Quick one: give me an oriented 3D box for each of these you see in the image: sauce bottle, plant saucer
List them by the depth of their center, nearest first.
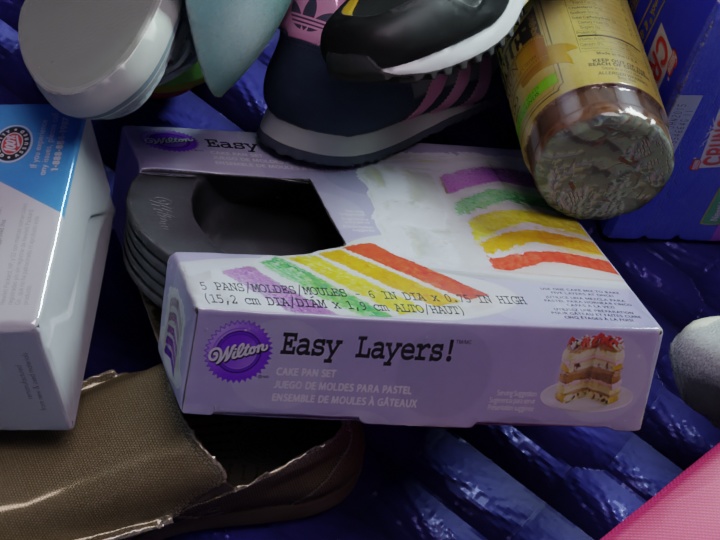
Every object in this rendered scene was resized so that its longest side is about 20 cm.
[{"bbox_3d":[-0.047,-0.172,0.952,0.039,0.201,0.201,-4,54,5],"label":"plant saucer"},{"bbox_3d":[0.089,-0.108,1.047,0.065,0.065,0.200,5,40,-14],"label":"sauce bottle"}]

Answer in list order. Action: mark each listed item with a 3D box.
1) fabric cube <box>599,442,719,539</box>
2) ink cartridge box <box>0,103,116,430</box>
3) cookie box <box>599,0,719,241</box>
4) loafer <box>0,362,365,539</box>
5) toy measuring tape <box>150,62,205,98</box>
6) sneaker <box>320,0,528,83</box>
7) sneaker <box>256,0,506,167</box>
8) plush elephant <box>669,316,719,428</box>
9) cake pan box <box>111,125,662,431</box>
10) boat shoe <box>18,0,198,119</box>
[{"bbox_3d":[0.161,0.178,0.846,0.196,0.200,0.199,43,52,16],"label":"fabric cube"},{"bbox_3d":[-0.206,-0.002,0.922,0.200,0.068,0.115,0,50,8],"label":"ink cartridge box"},{"bbox_3d":[0.150,-0.142,1.093,0.075,0.171,0.200,1,55,-14],"label":"cookie box"},{"bbox_3d":[-0.088,0.070,0.929,0.200,0.067,0.076,-13,60,-25],"label":"loafer"},{"bbox_3d":[-0.058,-0.126,1.074,0.200,0.074,0.074,-22,64,-25],"label":"toy measuring tape"},{"bbox_3d":[0.045,-0.150,0.969,0.070,0.090,0.200,8,35,43],"label":"sneaker"},{"bbox_3d":[0.026,-0.111,1.059,0.070,0.082,0.200,20,28,21],"label":"sneaker"},{"bbox_3d":[0.252,0.039,0.947,0.155,0.200,0.165,-38,93,-31],"label":"plush elephant"},{"bbox_3d":[0.000,0.000,0.969,0.200,0.052,0.184,3,23,-16],"label":"cake pan box"},{"bbox_3d":[-0.089,-0.114,0.959,0.070,0.072,0.201,-22,36,15],"label":"boat shoe"}]
